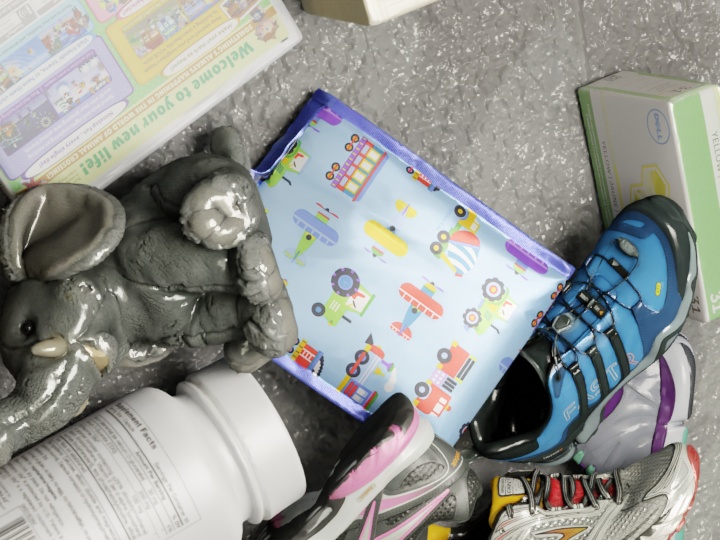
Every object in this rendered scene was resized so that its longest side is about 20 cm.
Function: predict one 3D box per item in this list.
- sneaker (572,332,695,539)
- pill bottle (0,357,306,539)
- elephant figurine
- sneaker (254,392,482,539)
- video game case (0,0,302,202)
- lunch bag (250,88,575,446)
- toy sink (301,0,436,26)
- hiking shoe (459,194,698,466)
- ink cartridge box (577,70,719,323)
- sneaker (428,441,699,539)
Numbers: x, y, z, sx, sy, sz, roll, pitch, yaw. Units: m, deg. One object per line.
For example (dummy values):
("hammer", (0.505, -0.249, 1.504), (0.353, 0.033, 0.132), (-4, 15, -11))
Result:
("sneaker", (0.165, 0.135, 1.560), (0.087, 0.074, 0.201), (3, 96, -2))
("pill bottle", (-0.139, 0.138, 1.382), (0.199, 0.113, 0.114), (-29, 110, -17))
("elephant figurine", (-0.144, 0.013, 1.340), (0.199, 0.155, 0.142), (-18, 92, 0))
("sneaker", (-0.005, 0.169, 1.419), (0.086, 0.080, 0.200), (38, 123, -9))
("video game case", (-0.156, -0.151, 1.372), (0.200, 0.022, 0.182), (-38, 113, -15))
("lunch bag", (0.000, 0.000, 1.443), (0.200, 0.094, 0.151), (36, 86, -16))
("toy sink", (0.055, -0.240, 1.401), (0.199, 0.112, 0.131), (-23, 109, -19))
("hiking shoe", (0.138, 0.044, 1.469), (0.087, 0.074, 0.201), (-6, 130, -54))
("ink cartridge box", (0.217, -0.041, 1.465), (0.048, 0.200, 0.146), (-20, 108, -23))
("sneaker", (0.121, 0.159, 1.493), (0.199, 0.078, 0.082), (-30, 106, 16))
